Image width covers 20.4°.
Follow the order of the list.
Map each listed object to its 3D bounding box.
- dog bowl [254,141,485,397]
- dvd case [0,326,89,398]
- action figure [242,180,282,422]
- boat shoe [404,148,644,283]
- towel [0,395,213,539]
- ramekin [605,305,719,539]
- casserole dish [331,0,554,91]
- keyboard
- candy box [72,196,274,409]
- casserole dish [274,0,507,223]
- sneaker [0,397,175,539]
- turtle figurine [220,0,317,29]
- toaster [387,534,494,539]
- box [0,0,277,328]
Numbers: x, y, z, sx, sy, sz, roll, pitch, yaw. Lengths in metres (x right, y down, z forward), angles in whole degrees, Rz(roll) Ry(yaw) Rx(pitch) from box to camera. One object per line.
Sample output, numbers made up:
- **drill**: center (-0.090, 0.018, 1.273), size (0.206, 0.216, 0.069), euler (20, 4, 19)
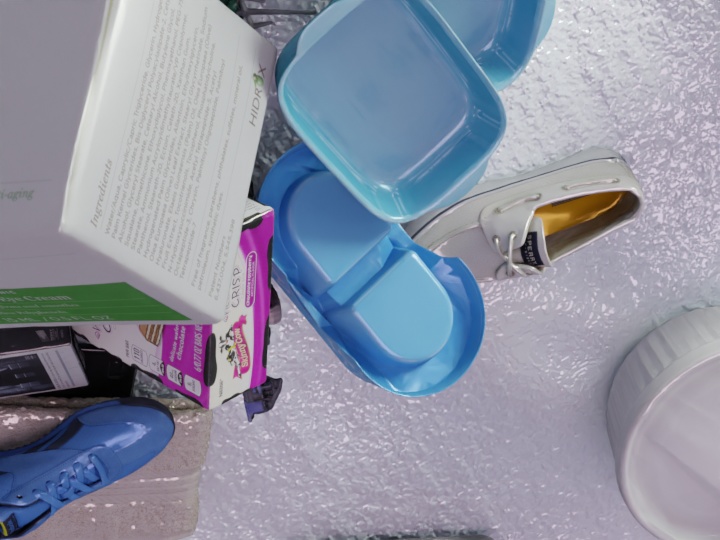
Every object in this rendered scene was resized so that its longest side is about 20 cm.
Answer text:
- **dog bowl**: center (0.000, 0.000, 1.405), size (0.111, 0.050, 0.200), euler (-43, 101, -22)
- **dvd case**: center (-0.296, 0.071, 1.406), size (0.199, 0.150, 0.025), euler (-9, 77, -5)
- **action figure**: center (-0.065, 0.003, 1.465), size (0.193, 0.105, 0.201), euler (-5, 98, -6)
- **boat shoe**: center (0.120, -0.027, 1.510), size (0.199, 0.070, 0.071), euler (-20, 121, -3)
- **towel**: center (-0.216, 0.153, 1.536), size (0.199, 0.035, 0.133), euler (1, 126, -15)
- **ramekin**: center (0.290, 0.120, 1.620), size (0.202, 0.094, 0.203), euler (-6, 119, -12)
- **casserole dish**: center (0.045, -0.165, 1.392), size (0.199, 0.039, 0.121), euler (-19, 138, -29)
- **keyboard**: center (-0.263, 0.061, 1.491), size (0.199, 0.021, 0.127), euler (4, 123, -17)
- **candy box**: center (-0.152, -0.008, 1.380), size (0.061, 0.200, 0.137), euler (-24, 128, -42)
- **casserole dish**: center (0.017, -0.115, 1.332), size (0.121, 0.039, 0.200), euler (-42, 134, 2)
- **sneaker**: center (-0.227, 0.158, 1.469), size (0.199, 0.079, 0.066), euler (-20, 125, 0)
- **turtle figurine**: center (-0.104, -0.218, 1.337), size (0.199, 0.101, 0.150), euler (-14, 161, -5)
- **toaster**: center (0.026, 0.327, 1.652), size (0.180, 0.119, 0.201), euler (0, 118, -13)
- **box**: center (-0.190, -0.081, 1.245), size (0.198, 0.201, 0.171), euler (-2, 158, 31)
